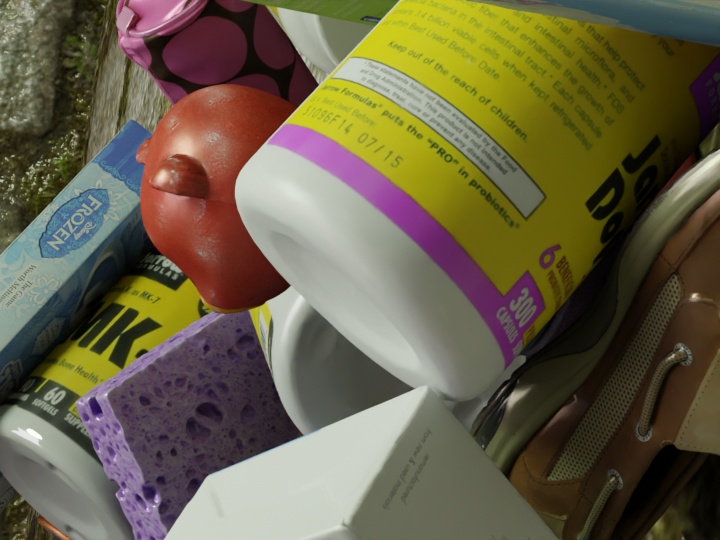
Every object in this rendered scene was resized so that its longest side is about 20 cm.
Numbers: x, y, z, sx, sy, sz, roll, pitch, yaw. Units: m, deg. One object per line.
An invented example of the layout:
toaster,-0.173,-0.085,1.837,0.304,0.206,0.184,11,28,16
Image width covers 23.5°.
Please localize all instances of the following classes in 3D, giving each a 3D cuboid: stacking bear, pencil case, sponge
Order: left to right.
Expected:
pencil case,-0.077,-0.110,1.065,0.200,0.093,0.091,56,-178,-43
sponge,-0.062,0.129,0.884,0.030,0.111,0.201,-14,104,41
stacking bear,0.015,-0.019,0.652,0.121,0.199,0.114,-122,42,-67

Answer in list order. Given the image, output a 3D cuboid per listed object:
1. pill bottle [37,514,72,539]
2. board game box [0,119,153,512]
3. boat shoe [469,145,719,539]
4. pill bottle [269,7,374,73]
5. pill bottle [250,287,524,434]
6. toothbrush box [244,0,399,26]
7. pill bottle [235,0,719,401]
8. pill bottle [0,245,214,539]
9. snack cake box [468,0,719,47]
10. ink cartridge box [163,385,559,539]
pill bottle,-0.112,0.097,1.075,0.200,0.106,0.106,-52,10,-14
board game box,-0.179,0.039,1.006,0.199,0.043,0.200,-49,-12,-22
boat shoe,0.113,0.024,0.548,0.074,0.075,0.200,54,135,21
pill bottle,0.004,-0.161,0.898,0.200,0.114,0.115,-122,42,-66
pill bottle,0.000,0.000,0.834,0.200,0.114,0.115,-117,38,-64
toothbrush box,0.026,-0.149,0.680,0.146,0.199,0.086,168,109,-74
pill bottle,0.060,-0.062,0.559,0.200,0.104,0.104,-48,11,-11
pill bottle,-0.102,0.054,0.963,0.200,0.114,0.114,-49,0,-27
snack cake box,0.079,-0.124,0.473,0.067,0.199,0.116,-161,79,-75
ink cartridge box,0.032,0.145,0.577,0.116,0.200,0.067,-26,21,41
